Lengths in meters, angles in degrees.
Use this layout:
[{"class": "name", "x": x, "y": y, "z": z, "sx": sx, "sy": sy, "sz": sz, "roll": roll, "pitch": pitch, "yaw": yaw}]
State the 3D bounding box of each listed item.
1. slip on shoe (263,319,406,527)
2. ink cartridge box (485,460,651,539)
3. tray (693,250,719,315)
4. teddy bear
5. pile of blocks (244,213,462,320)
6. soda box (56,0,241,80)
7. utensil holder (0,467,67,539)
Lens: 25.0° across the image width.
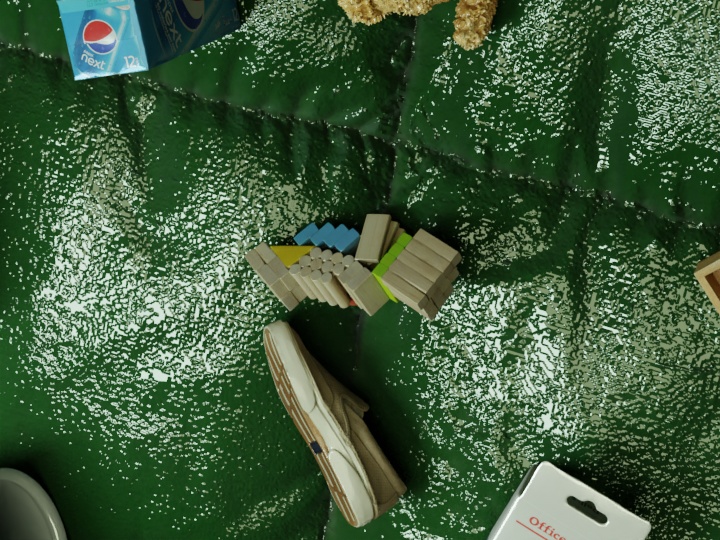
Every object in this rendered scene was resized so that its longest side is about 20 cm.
[{"class": "slip on shoe", "x": -0.023, "y": 0.131, "z": 1.464, "sx": 0.060, "sy": 0.076, "sz": 0.201, "roll": -27, "pitch": 90, "yaw": -15}, {"class": "ink cartridge box", "x": 0.169, "y": 0.257, "z": 1.435, "sx": 0.117, "sy": 0.067, "sz": 0.201, "roll": 31, "pitch": 116, "yaw": 7}, {"class": "tray", "x": 0.378, "y": -0.009, "z": 1.293, "sx": 0.199, "sy": 0.037, "sz": 0.099, "roll": -32, "pitch": 96, "yaw": 24}, {"class": "teddy bear", "x": 0.064, "y": -0.249, "z": 1.298, "sx": 0.199, "sy": 0.067, "sz": 0.146, "roll": 13, "pitch": 114, "yaw": 14}, {"class": "pile of blocks", "x": 0.000, "y": 0.000, "z": 1.418, "sx": 0.199, "sy": 0.083, "sz": 0.062, "roll": 6, "pitch": 153, "yaw": 26}, {"class": "soda box", "x": -0.166, "y": -0.207, "z": 1.315, "sx": 0.067, "sy": 0.200, "sz": 0.065, "roll": -5, "pitch": 106, "yaw": 19}, {"class": "utensil holder", "x": -0.414, "y": 0.296, "z": 1.590, "sx": 0.199, "sy": 0.170, "sz": 0.171, "roll": -15, "pitch": 103, "yaw": 24}]
